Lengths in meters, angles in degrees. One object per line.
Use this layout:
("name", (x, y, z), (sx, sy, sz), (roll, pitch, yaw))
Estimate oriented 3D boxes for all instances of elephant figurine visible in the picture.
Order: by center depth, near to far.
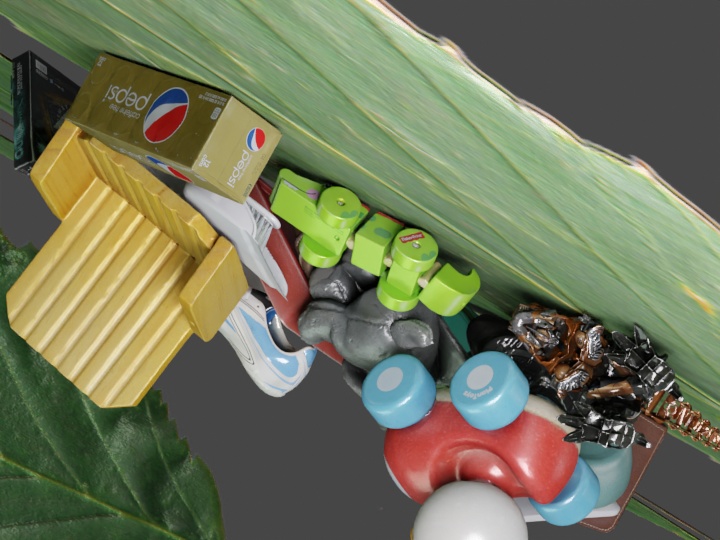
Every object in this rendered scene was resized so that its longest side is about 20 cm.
("elephant figurine", (0.038, 0.077, 1.526), (0.141, 0.156, 0.200), (-8, 133, 21))

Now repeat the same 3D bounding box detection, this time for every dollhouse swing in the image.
("dollhouse swing", (-0.237, 0.004, 1.504), (0.200, 0.176, 0.182), (40, 168, 13))

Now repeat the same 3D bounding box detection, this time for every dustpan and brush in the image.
("dustpan and brush", (-0.127, -0.074, 1.459), (0.200, 0.057, 0.140), (40, 169, 21))

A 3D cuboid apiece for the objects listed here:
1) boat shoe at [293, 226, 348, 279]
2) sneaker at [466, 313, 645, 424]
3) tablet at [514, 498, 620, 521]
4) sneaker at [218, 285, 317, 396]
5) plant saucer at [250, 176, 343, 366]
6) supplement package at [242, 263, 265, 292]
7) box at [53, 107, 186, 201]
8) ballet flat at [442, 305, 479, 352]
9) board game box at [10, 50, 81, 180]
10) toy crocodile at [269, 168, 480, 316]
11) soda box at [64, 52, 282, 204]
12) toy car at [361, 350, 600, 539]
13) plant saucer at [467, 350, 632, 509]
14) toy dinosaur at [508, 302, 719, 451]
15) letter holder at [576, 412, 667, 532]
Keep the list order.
("boat shoe", (0.005, -0.004, 1.605), (0.202, 0.075, 0.075), (40, -165, -50))
("sneaker", (0.183, 0.089, 1.532), (0.200, 0.076, 0.091), (28, -164, -27))
("tablet", (0.160, 0.187, 1.618), (0.129, 0.014, 0.200), (-1, -155, -15))
("sneaker", (-0.121, 0.031, 1.588), (0.200, 0.072, 0.072), (47, -174, 9))
("plant saucer", (-0.058, -0.004, 1.628), (0.200, 0.037, 0.200), (63, -169, 30))
("supplement package", (-0.155, -0.029, 1.838), (0.117, 0.117, 0.200), (33, 172, -35))
("box", (-0.199, -0.089, 1.628), (0.116, 0.060, 0.200), (24, 160, 51))
("ballet flat", (0.147, 0.109, 1.666), (0.070, 0.068, 0.200), (-1, -139, -25))
("board game box", (-0.278, -0.119, 1.675), (0.028, 0.136, 0.200), (-23, 146, 23))
("toy crocodile", (0.010, -0.025, 1.411), (0.199, 0.062, 0.068), (30, 135, 11))
("soda box", (-0.157, -0.118, 1.347), (0.200, 0.068, 0.064), (23, 172, 47))
("toy car", (0.082, 0.201, 1.376), (0.176, 0.201, 0.185), (-3, 139, 35))
("plant saucer", (0.186, 0.135, 1.573), (0.199, 0.036, 0.201), (23, -141, -20))
("toy dinosaur", (0.215, 0.086, 1.347), (0.199, 0.103, 0.136), (10, -173, 6))
("letter holder", (0.203, 0.180, 1.779), (0.200, 0.143, 0.101), (31, 174, -16))
